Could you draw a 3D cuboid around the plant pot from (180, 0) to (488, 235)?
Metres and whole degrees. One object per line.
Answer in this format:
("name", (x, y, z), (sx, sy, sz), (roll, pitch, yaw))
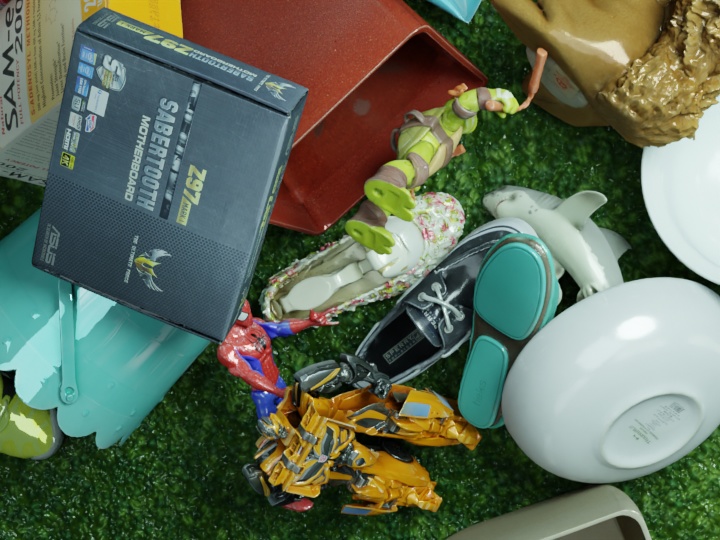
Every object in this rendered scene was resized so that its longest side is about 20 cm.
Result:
("plant pot", (-0.046, -0.167, 1.030), (0.200, 0.200, 0.177), (-41, 75, 12))

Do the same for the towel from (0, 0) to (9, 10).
("towel", (-0.242, -0.271, 1.053), (0.200, 0.145, 0.023), (-44, 108, -5))

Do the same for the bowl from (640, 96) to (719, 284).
("bowl", (0.326, -0.072, 1.000), (0.200, 0.090, 0.202), (-5, 76, 23))

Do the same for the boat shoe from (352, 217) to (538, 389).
("boat shoe", (0.065, 0.034, 1.062), (0.200, 0.068, 0.072), (-40, 84, 27))

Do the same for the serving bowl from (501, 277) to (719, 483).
("serving bowl", (0.214, 0.101, 1.007), (0.199, 0.066, 0.201), (-11, 133, -12))

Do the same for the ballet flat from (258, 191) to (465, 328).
("ballet flat", (0.000, 0.000, 1.097), (0.199, 0.064, 0.076), (-31, 89, 12))

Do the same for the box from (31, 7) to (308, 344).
("box", (-0.138, -0.063, 0.909), (0.157, 0.051, 0.201), (22, 122, 2))

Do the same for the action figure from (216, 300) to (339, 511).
("action figure", (-0.054, 0.105, 1.077), (0.099, 0.065, 0.201), (-6, 118, 34))

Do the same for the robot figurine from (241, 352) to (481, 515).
("robot figurine", (0.001, 0.142, 1.051), (0.058, 0.199, 0.145), (45, 114, 44))

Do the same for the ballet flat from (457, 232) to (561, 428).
("ballet flat", (0.124, 0.039, 1.022), (0.067, 0.070, 0.201), (33, 135, 26))

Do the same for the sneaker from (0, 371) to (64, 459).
("sneaker", (-0.363, 0.116, 1.171), (0.199, 0.076, 0.076), (29, 99, 5))

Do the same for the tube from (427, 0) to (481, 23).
("tube", (0.017, -0.275, 1.069), (0.199, 0.050, 0.078), (28, 67, 6))

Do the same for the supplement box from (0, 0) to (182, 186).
("supplement box", (-0.226, -0.164, 1.009), (0.200, 0.073, 0.127), (-27, 62, 40))

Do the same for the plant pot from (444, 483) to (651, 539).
("plant pot", (0.160, 0.280, 1.036), (0.199, 0.177, 0.201), (-22, 96, 12))

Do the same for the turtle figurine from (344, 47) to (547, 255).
("turtle figurine", (0.055, -0.095, 0.995), (0.064, 0.161, 0.200), (44, 142, -7))

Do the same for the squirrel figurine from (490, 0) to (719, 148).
("squirrel figurine", (0.229, -0.199, 0.985), (0.187, 0.142, 0.200), (-45, 51, -6))

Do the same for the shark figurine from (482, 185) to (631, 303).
("shark figurine", (0.197, 0.010, 1.059), (0.128, 0.089, 0.215), (-29, 81, 46))

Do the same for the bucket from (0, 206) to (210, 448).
("bucket", (-0.222, 0.029, 1.076), (0.135, 0.207, 0.207), (-44, 87, 6))
